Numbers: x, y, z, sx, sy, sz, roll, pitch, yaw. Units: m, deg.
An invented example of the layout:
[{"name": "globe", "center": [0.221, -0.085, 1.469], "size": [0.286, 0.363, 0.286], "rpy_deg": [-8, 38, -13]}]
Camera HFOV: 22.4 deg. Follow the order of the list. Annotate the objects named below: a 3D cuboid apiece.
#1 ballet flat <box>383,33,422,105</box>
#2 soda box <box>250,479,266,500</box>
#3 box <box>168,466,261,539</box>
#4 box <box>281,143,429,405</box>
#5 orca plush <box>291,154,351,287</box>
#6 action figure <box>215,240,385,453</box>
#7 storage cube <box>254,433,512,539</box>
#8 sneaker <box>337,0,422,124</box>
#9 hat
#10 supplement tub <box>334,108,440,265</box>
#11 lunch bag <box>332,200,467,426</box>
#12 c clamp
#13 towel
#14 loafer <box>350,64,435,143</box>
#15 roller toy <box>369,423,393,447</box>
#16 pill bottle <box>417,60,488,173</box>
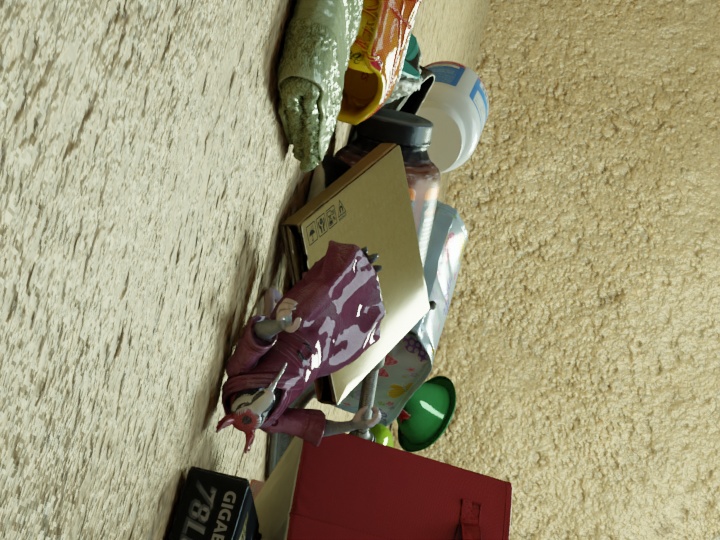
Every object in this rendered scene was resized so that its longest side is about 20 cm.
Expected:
[{"name": "ballet flat", "center": [0.021, -0.182, 1.697], "size": [0.200, 0.071, 0.072], "rpy_deg": [-59, 161, -74]}, {"name": "soda box", "center": [-0.087, 0.286, 1.561], "size": [0.064, 0.068, 0.201], "rpy_deg": [89, 15, -73]}, {"name": "box", "center": [-0.119, 0.259, 1.299], "size": [0.199, 0.049, 0.201], "rpy_deg": [86, 18, -69]}, {"name": "box", "center": [0.000, 0.000, 1.555], "size": [0.200, 0.021, 0.164], "rpy_deg": [-43, 127, -56]}, {"name": "orca plush", "center": [-0.022, 0.004, 1.600], "size": [0.105, 0.071, 0.201], "rpy_deg": [65, 37, -81]}, {"name": "action figure", "center": [-0.061, 0.060, 1.359], "size": [0.200, 0.148, 0.134], "rpy_deg": [-48, 125, -43]}, {"name": "storage cube", "center": [0.002, 0.251, 1.435], "size": [0.200, 0.179, 0.171], "rpy_deg": [120, -17, -49]}, {"name": "sneaker", "center": [0.012, -0.207, 1.499], "size": [0.077, 0.073, 0.201], "rpy_deg": [-57, 158, -48]}, {"name": "hat", "center": [0.077, 0.249, 3.580], "size": [0.200, 0.176, 0.166], "rpy_deg": [-23, -134, 48]}, {"name": "supplement tub", "center": [0.016, -0.048, 1.705], "size": [0.107, 0.107, 0.201], "rpy_deg": [-57, 159, -76]}, {"name": "lunch bag", "center": [0.030, 0.035, 1.876], "size": [0.200, 0.127, 0.170], "rpy_deg": [127, -17, -55]}, {"name": "c clamp", "center": [-0.012, 0.128, 1.708], "size": [0.170, 0.027, 0.200], "rpy_deg": [-20, 143, -30]}, {"name": "towel", "center": [-0.027, -0.167, 1.350], "size": [0.200, 0.036, 0.149], "rpy_deg": [83, 19, -75]}, {"name": "loafer", "center": [0.028, -0.141, 1.853], "size": [0.072, 0.063, 0.201], "rpy_deg": [94, 9, -56]}, {"name": "roller toy", "center": [-0.022, 0.268, 1.860], "size": [0.183, 0.139, 0.201], "rpy_deg": [71, 32, -59]}, {"name": "pill bottle", "center": [0.093, -0.182, 2.211], "size": [0.200, 0.112, 0.113], "rpy_deg": [-61, 163, -70]}]
